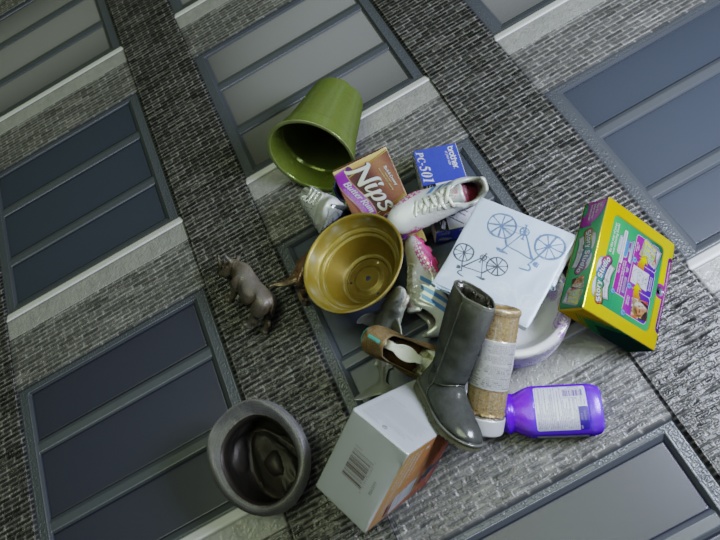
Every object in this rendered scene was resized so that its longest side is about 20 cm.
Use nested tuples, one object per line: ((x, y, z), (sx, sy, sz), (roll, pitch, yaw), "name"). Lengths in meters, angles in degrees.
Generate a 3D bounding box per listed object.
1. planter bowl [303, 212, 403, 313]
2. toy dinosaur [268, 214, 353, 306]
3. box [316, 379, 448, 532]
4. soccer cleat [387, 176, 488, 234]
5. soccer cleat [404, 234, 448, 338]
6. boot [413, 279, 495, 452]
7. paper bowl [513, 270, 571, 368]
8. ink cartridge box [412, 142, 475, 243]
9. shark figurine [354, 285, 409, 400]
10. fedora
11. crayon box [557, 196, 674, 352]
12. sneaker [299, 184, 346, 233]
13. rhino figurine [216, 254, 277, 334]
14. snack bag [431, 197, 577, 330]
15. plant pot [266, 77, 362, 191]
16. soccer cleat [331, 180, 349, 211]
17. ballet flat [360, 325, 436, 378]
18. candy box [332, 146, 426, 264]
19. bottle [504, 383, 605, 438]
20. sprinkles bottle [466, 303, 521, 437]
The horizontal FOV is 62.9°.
((0.000, 0.000, 1.088), (0.199, 0.083, 0.202), (-12, 60, 22), "planter bowl")
((-0.090, -0.017, 1.197), (0.199, 0.086, 0.137), (-24, 53, 20), "toy dinosaur")
((0.051, 0.281, 0.923), (0.106, 0.199, 0.153), (34, 111, 27), "box")
((0.143, -0.128, 1.086), (0.199, 0.086, 0.070), (-24, 90, -11), "soccer cleat")
((0.114, 0.030, 1.094), (0.086, 0.070, 0.201), (-21, 76, -13), "soccer cleat")
((0.159, 0.140, 0.885), (0.182, 0.072, 0.201), (49, 120, 48), "boot")
((0.263, 0.070, 1.031), (0.199, 0.105, 0.203), (-5, 65, 11), "paper bowl")
((0.172, -0.159, 1.191), (0.093, 0.044, 0.202), (-11, 63, -1), "ink cartridge box")
((0.032, 0.125, 1.090), (0.089, 0.128, 0.217), (11, 96, -1), "shark figurine")
((-0.169, 0.334, 1.052), (0.200, 0.090, 0.177), (40, 84, 21), "fedora")
((0.430, 0.009, 0.982), (0.172, 0.058, 0.202), (28, 71, -20), "crayon box")
((-0.087, -0.128, 1.179), (0.074, 0.200, 0.087), (-44, 103, -8), "sneaker")
((-0.238, 0.034, 1.209), (0.200, 0.060, 0.088), (47, 121, 26), "rhino figurine")
((0.246, -0.013, 1.003), (0.187, 0.021, 0.201), (26, 73, 22), "snack bag")
((-0.078, -0.310, 1.280), (0.198, 0.201, 0.191), (7, 55, 19), "plant pot")
((0.032, -0.142, 1.209), (0.198, 0.084, 0.065), (13, 69, 16), "soccer cleat")
((0.091, 0.147, 1.001), (0.072, 0.199, 0.068), (17, 80, 58), "ballet flat")
((0.038, -0.128, 1.157), (0.116, 0.057, 0.201), (-24, 102, 6), "candy box")
((0.294, 0.234, 0.973), (0.198, 0.065, 0.084), (-7, 64, 14), "bottle")
((0.205, 0.155, 0.925), (0.068, 0.068, 0.202), (10, 96, 20), "sprinkles bottle")
